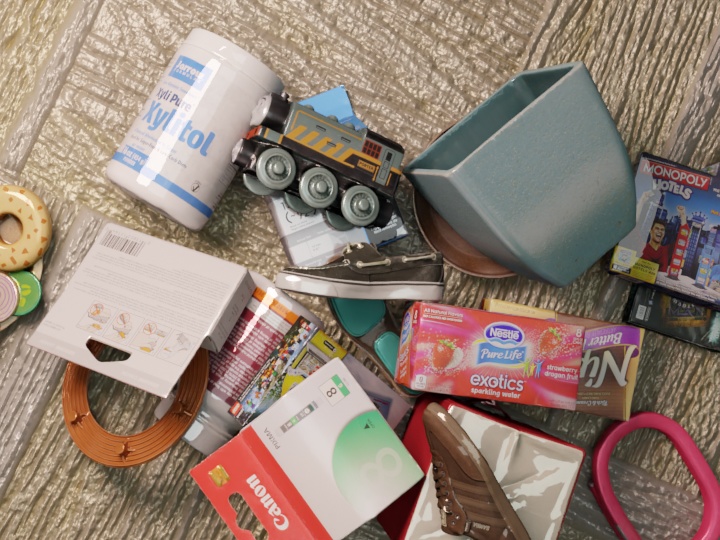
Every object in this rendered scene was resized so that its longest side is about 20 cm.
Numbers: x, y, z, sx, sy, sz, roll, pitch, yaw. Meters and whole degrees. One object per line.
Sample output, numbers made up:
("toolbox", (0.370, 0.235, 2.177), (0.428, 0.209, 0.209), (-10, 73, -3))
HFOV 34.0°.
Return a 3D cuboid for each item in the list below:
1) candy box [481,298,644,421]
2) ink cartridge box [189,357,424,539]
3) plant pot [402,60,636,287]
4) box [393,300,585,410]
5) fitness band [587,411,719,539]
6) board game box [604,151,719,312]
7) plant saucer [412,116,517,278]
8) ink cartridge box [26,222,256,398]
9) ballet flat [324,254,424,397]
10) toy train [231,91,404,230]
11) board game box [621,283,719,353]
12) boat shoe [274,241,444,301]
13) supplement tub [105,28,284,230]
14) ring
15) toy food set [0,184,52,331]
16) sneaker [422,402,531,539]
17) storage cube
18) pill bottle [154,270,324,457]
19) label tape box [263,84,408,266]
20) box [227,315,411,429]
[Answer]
("candy box", (0.239, 0.110, 1.443), (0.198, 0.056, 0.118), (12, 87, -6))
("ink cartridge box", (-0.056, 0.215, 1.255), (0.199, 0.050, 0.161), (-35, 85, -21))
("plant pot", (0.201, -0.095, 1.346), (0.196, 0.196, 0.200), (-40, 103, -7))
("box", (0.147, 0.097, 1.351), (0.198, 0.095, 0.101), (9, 87, -10))
("fitness band", (0.370, 0.274, 1.469), (0.143, 0.037, 0.201), (-32, 94, -10))
("board game box", (0.413, -0.065, 1.439), (0.198, 0.062, 0.201), (18, 85, -6))
("plant saucer", (0.158, -0.091, 1.447), (0.199, 0.037, 0.202), (0, 89, -8))
("ink cartridge box", (-0.243, 0.049, 1.312), (0.199, 0.045, 0.177), (17, 63, 24))
("ballet flat", (0.011, 0.068, 1.404), (0.068, 0.067, 0.201), (-34, 102, -10))
("toy train", (-0.044, -0.121, 1.327), (0.199, 0.085, 0.115), (23, 79, -17))
("board game box", (0.421, -0.011, 1.483), (0.134, 0.028, 0.202), (18, 86, -7))
("boat shoe", (0.000, 0.000, 1.329), (0.198, 0.071, 0.064), (2, 90, -19))
("supplement tub", (-0.190, -0.160, 1.354), (0.131, 0.132, 0.201), (30, 85, -6))
("ring", (-0.261, 0.123, 1.336), (0.199, 0.019, 0.202), (-10, 65, 22))
("toy food set", (-0.462, -0.011, 1.355), (0.198, 0.049, 0.200), (12, 87, -8))
("sneaker", (0.108, 0.238, 1.235), (0.075, 0.070, 0.201), (-32, 92, -6))
("storage cube", (0.134, 0.250, 1.364), (0.170, 0.180, 0.201), (20, 87, -7))
("pill bottle", (-0.142, 0.111, 1.362), (0.114, 0.114, 0.201), (37, 84, -5))
("label tape box", (-0.045, -0.108, 1.405), (0.142, 0.066, 0.201), (-21, 93, -8))
("box", (-0.043, 0.160, 1.358), (0.137, 0.038, 0.200), (-52, 131, -6))
